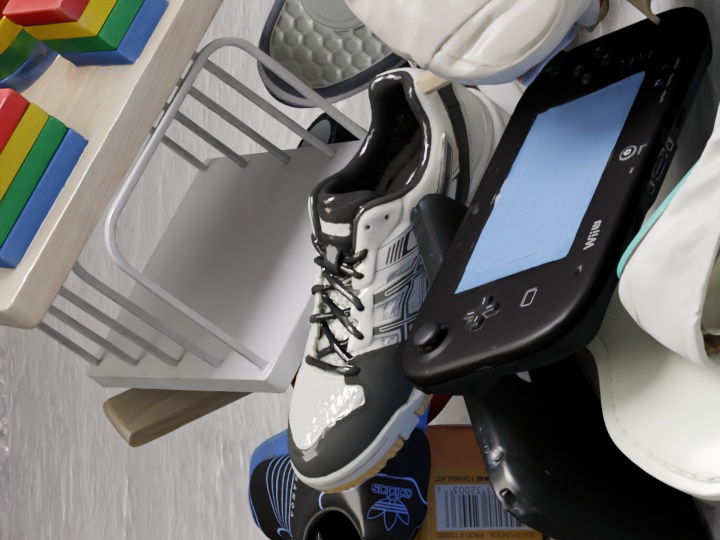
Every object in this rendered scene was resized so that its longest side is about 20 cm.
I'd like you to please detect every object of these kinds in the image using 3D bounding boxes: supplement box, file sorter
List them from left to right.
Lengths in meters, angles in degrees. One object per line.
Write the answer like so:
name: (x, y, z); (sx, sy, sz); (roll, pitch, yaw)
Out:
file sorter: (-0.099, -0.030, 1.363); (0.200, 0.124, 0.139); (-2, 56, 58)
supplement box: (0.055, 0.181, 1.347); (0.067, 0.068, 0.201); (132, 139, -70)

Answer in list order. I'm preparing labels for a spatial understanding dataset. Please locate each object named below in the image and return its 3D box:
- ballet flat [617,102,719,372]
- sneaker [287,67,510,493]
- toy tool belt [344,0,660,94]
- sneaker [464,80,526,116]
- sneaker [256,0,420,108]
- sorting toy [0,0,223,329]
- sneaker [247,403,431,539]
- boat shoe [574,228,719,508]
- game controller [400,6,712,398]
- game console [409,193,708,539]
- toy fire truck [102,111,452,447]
ballet flat: (0.158, -0.042, 0.986); (0.070, 0.069, 0.201); (-104, 30, -45)
sneaker: (0.000, 0.000, 1.253); (0.075, 0.088, 0.201); (11, 76, 45)
toy tool belt: (0.086, -0.156, 1.138); (0.125, 0.200, 0.123); (45, -177, 13)
sneaker: (0.070, -0.145, 1.330); (0.073, 0.084, 0.201); (65, -179, -78)
sneaker: (0.001, -0.126, 1.439); (0.203, 0.077, 0.146); (-51, -6, -34)
sorting toy: (-0.174, -0.080, 1.327); (0.198, 0.069, 0.201); (5, 64, 60)
sneaker: (-0.015, 0.121, 1.359); (0.200, 0.070, 0.078); (127, 150, -65)
boat shoe: (0.127, 0.040, 1.098); (0.072, 0.060, 0.202); (-41, 33, 5)
game controller: (0.083, -0.031, 1.118); (0.104, 0.042, 0.201); (-31, 26, 47)
game console: (0.076, 0.093, 1.192); (0.116, 0.175, 0.201); (-47, 35, 24)
toy fire truck: (-0.027, 0.034, 1.414); (0.201, 0.128, 0.176); (-59, 24, 13)
